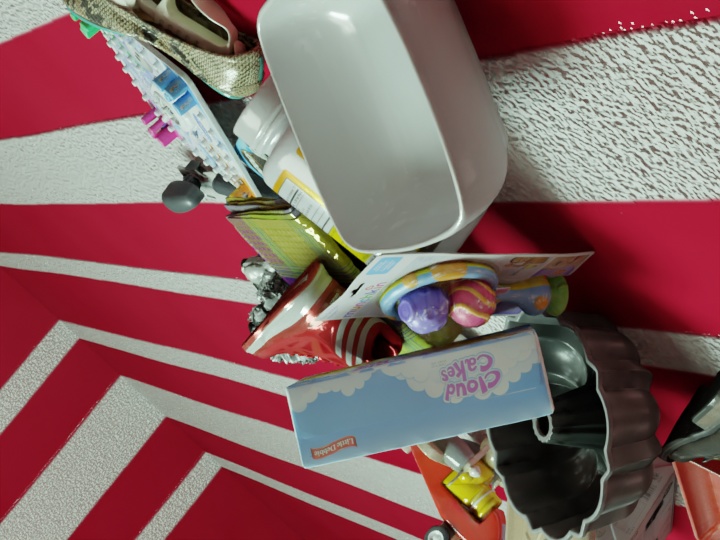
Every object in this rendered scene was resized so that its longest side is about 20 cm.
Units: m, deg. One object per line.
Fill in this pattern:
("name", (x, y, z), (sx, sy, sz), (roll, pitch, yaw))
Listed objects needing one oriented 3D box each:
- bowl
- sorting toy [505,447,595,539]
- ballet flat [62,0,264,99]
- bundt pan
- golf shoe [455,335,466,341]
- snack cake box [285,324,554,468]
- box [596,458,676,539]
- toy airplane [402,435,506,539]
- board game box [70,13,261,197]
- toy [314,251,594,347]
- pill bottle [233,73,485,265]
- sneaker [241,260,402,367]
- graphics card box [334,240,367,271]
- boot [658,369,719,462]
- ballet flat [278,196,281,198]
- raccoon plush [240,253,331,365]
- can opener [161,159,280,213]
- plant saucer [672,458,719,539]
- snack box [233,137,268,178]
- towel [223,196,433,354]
("bowl", (0.021, -0.119, 0.905), (0.200, 0.074, 0.201), (-10, 105, 66))
("sorting toy", (0.190, 0.194, 1.289), (0.036, 0.186, 0.200), (8, 164, -10))
("ballet flat", (-0.165, -0.221, 1.137), (0.199, 0.068, 0.075), (30, 139, 9))
("bundt pan", (0.185, 0.125, 1.134), (0.202, 0.075, 0.203), (175, 90, -66))
("golf shoe", (0.087, 0.106, 1.447), (0.097, 0.078, 0.200), (54, 157, 6))
("snack cake box", (0.049, 0.098, 1.062), (0.115, 0.199, 0.068), (14, -118, -84))
("box", (0.271, 0.264, 1.369), (0.060, 0.117, 0.200), (29, 161, 25))
("toy airplane", (0.117, 0.225, 1.587), (0.200, 0.141, 0.200), (58, -168, -23))
("board game box", (-0.190, -0.159, 1.315), (0.200, 0.026, 0.200), (39, 167, 37))
("toy", (0.079, 0.028, 1.030), (0.115, 0.199, 0.047), (-46, 55, 50))
("pill bottle", (-0.002, -0.079, 1.068), (0.200, 0.109, 0.109), (39, 162, -1))
("sneaker", (-0.034, 0.069, 1.194), (0.115, 0.078, 0.200), (40, 162, -3))
("graphics card box", (0.000, 0.000, 1.234), (0.126, 0.051, 0.200), (47, 160, -26))
("boot", (0.338, 0.157, 1.056), (0.174, 0.069, 0.200), (34, 162, 9))
("ballet flat", (-0.027, -0.003, 1.381), (0.200, 0.067, 0.064), (45, 168, -19))
("raccoon plush", (-0.048, 0.051, 1.452), (0.200, 0.097, 0.134), (44, -160, -16))
("can opener", (-0.143, -0.073, 1.428), (0.199, 0.067, 0.053), (18, 155, 49))
("plant saucer", (0.388, 0.238, 1.208), (0.199, 0.037, 0.200), (26, 159, 35))
("snack box", (-0.026, -0.075, 1.243), (0.200, 0.037, 0.116), (39, 163, -3))
("towel", (-0.029, 0.005, 1.187), (0.200, 0.023, 0.143), (46, 159, -24))
